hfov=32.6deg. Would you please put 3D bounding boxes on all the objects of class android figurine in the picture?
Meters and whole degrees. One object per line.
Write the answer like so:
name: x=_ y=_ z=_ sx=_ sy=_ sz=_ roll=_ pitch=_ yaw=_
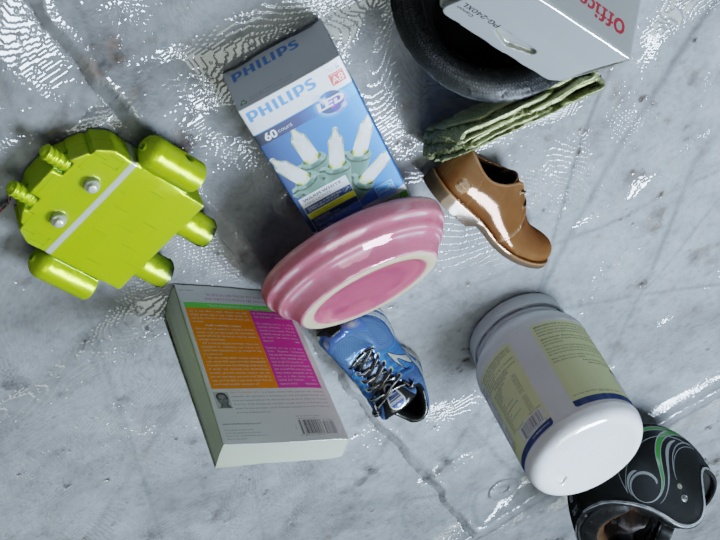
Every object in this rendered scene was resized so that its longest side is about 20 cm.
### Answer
android figurine: x=-0.226 y=-0.052 z=1.112 sx=0.182 sy=0.041 sz=0.199 roll=-40 pitch=139 yaw=15

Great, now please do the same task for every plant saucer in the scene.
plant saucer: x=0.000 y=0.000 z=1.218 sx=0.198 sy=0.051 sz=0.201 roll=-26 pitch=165 yaw=-7

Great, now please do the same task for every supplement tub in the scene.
supplement tub: x=0.220 y=0.139 z=1.418 sx=0.143 sy=0.201 sz=0.146 roll=-14 pitch=137 yaw=-14

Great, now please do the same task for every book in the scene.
book: x=-0.104 y=0.100 z=1.207 sx=0.132 sy=0.201 sz=0.048 roll=1 pitch=132 yaw=-28

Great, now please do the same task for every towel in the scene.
towel: x=0.133 y=-0.145 z=1.125 sx=0.147 sy=0.037 sz=0.200 roll=-24 pitch=-176 yaw=-5

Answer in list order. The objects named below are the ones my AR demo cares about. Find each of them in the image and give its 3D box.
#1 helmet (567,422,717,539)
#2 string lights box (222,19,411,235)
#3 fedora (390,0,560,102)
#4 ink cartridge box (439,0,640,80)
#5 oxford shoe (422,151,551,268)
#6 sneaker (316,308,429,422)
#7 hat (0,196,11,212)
helmet: x=0.382 y=0.302 z=1.679 sx=0.197 sy=0.191 sz=0.202 roll=11 pitch=128 yaw=14
string lights box: x=-0.036 y=-0.120 z=1.128 sx=0.102 sy=0.059 sz=0.201 roll=-28 pitch=139 yaw=3
fedora: x=0.108 y=-0.228 z=1.055 sx=0.198 sy=0.204 sz=0.092 roll=-11 pitch=173 yaw=-17
ink cartridge box: x=0.154 y=-0.272 z=0.959 sx=0.144 sy=0.203 sz=0.083 roll=22 pitch=163 yaw=-34
oxford shoe: x=0.151 y=-0.063 z=1.278 sx=0.071 sy=0.072 sz=0.199 roll=-42 pitch=135 yaw=14
sneaker: x=0.025 y=0.109 z=1.370 sx=0.078 sy=0.090 sz=0.200 roll=-38 pitch=138 yaw=11
hat: x=-0.440 y=0.009 z=1.078 sx=0.197 sy=0.177 sz=0.167 roll=21 pitch=132 yaw=4
